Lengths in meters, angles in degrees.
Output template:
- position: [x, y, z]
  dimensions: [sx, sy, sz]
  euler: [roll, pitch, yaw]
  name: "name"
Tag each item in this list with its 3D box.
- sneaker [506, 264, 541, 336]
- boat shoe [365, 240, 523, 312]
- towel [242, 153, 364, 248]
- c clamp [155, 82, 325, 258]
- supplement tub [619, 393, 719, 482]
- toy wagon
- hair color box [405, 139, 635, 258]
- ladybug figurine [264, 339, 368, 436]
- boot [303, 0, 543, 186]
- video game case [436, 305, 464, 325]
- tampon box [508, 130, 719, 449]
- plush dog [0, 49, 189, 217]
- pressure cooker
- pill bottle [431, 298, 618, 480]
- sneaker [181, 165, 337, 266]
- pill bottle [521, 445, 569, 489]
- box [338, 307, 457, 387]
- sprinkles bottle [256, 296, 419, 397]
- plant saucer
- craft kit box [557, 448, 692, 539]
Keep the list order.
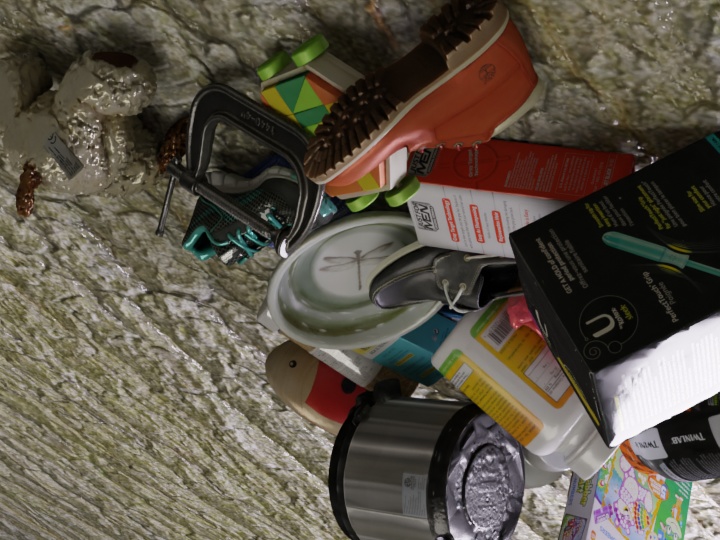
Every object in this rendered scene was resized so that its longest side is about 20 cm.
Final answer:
- position: [0.226, 0.061, 1.212]
  dimensions: [0.198, 0.088, 0.074]
  euler: [27, 152, -11]
  name: "sneaker"
- position: [0.097, 0.005, 1.162]
  dimensions: [0.197, 0.068, 0.072]
  euler: [-14, 144, 17]
  name: "boat shoe"
- position: [-0.045, -0.046, 1.281]
  dimensions: [0.199, 0.024, 0.144]
  euler: [32, 147, -22]
  name: "towel"
- position: [-0.109, -0.078, 1.111]
  dimensions: [0.199, 0.027, 0.173]
  euler: [27, 118, 34]
  name: "c clamp"
- position: [0.362, 0.148, 1.235]
  dimensions: [0.122, 0.124, 0.199]
  euler: [35, 147, -25]
  name: "supplement tub"
- position: [-0.033, -0.120, 1.068]
  dimensions: [0.156, 0.040, 0.199]
  euler: [55, 154, -17]
  name: "toy wagon"
- position: [0.143, -0.061, 1.086]
  dimensions: [0.197, 0.062, 0.102]
  euler: [8, 148, 20]
  name: "hair color box"
- position: [-0.020, 0.137, 1.473]
  dimensions: [0.198, 0.137, 0.072]
  euler: [24, 122, -26]
  name: "ladybug figurine"
- position: [0.051, -0.116, 0.950]
  dimensions: [0.199, 0.075, 0.107]
  euler: [-36, 129, 10]
  name: "boot"
- position: [0.138, 0.085, 1.382]
  dimensions: [0.197, 0.018, 0.144]
  euler: [9, 148, 21]
  name: "video game case"
- position: [0.243, 0.014, 0.969]
  dimensions: [0.198, 0.151, 0.127]
  euler: [-26, 142, 0]
  name: "tampon box"
- position: [-0.259, -0.119, 1.188]
  dimensions: [0.198, 0.163, 0.171]
  euler: [2, 173, 32]
  name: "plush dog"
- position: [0.059, 0.223, 1.330]
  dimensions: [0.198, 0.177, 0.179]
  euler: [-1, 141, 38]
  name: "pressure cooker"
- position: [0.179, 0.117, 1.250]
  dimensions: [0.200, 0.111, 0.111]
  euler: [41, 152, 7]
  name: "pill bottle"
- position: [-0.101, -0.043, 1.172]
  dimensions: [0.077, 0.092, 0.199]
  euler: [39, 156, -32]
  name: "sneaker"
- position: [0.181, 0.203, 1.437]
  dimensions: [0.111, 0.113, 0.200]
  euler: [29, 156, -16]
  name: "pill bottle"
- position: [0.013, 0.056, 1.339]
  dimensions: [0.198, 0.050, 0.082]
  euler: [26, 150, -12]
  name: "box"
- position: [-0.022, 0.081, 1.404]
  dimensions: [0.199, 0.069, 0.068]
  euler: [34, 149, -10]
  name: "sprinkles bottle"
- position: [0.000, 0.000, 1.225]
  dimensions: [0.197, 0.051, 0.202]
  euler: [-9, 140, -8]
  name: "plant saucer"
- position: [0.313, 0.291, 1.430]
  dimensions: [0.048, 0.200, 0.200]
  euler: [-10, 140, 44]
  name: "craft kit box"
